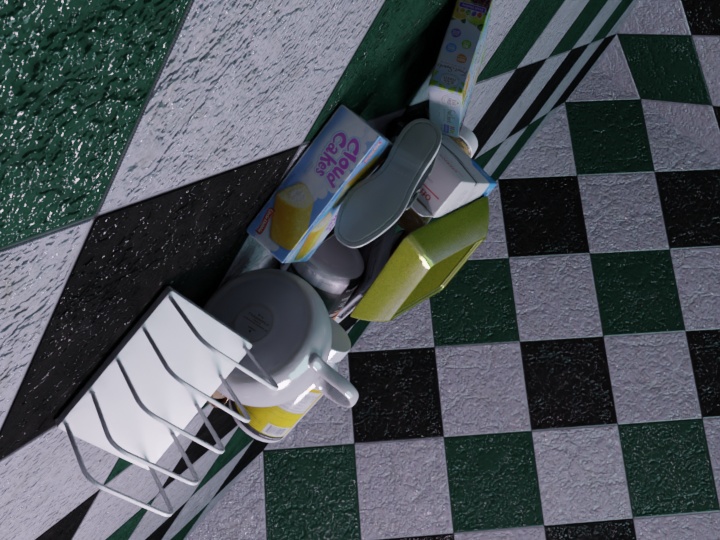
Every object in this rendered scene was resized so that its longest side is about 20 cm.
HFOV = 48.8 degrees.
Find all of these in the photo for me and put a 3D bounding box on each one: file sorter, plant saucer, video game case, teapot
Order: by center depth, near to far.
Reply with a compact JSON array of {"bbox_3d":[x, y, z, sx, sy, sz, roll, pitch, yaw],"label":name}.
[{"bbox_3d":[-0.213,0.153,0.894,0.200,0.124,0.139,-50,129,0],"label":"file sorter"},{"bbox_3d":[-0.117,0.106,1.075,0.196,0.201,0.146,-17,145,6],"label":"teapot"},{"bbox_3d":[0.100,-0.005,1.180,0.199,0.048,0.200,-27,159,-42],"label":"plant saucer"},{"bbox_3d":[0.000,0.000,1.295,0.200,0.018,0.144,-43,-153,55],"label":"video game case"}]

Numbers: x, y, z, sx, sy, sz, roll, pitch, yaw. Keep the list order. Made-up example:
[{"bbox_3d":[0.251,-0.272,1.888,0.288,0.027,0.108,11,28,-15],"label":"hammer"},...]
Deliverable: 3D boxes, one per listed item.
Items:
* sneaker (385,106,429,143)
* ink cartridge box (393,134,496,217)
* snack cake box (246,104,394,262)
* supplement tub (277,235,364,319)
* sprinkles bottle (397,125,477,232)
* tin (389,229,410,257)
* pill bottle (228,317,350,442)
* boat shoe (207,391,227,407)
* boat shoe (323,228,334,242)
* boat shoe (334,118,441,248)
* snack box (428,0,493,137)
[{"bbox_3d":[0.046,-0.177,1.228,0.201,0.077,0.140,-57,174,-26],"label":"sneaker"},{"bbox_3d":[0.107,-0.139,1.137,0.068,0.116,0.200,-50,163,22],"label":"ink cartridge box"},{"bbox_3d":[-0.048,-0.107,1.025,0.200,0.067,0.115,-52,171,9],"label":"snack cake box"},{"bbox_3d":[-0.087,0.039,1.265,0.200,0.122,0.122,-55,170,34],"label":"supplement tub"},{"bbox_3d":[0.124,-0.155,1.316,0.201,0.068,0.068,-56,175,-27],"label":"sprinkles bottle"},{"bbox_3d":[0.049,-0.021,1.365,0.112,0.042,0.200,-43,-177,-3],"label":"tin"},{"bbox_3d":[-0.105,0.160,1.208,0.200,0.112,0.112,-49,173,22],"label":"pill bottle"},{"bbox_3d":[-0.223,0.161,1.249,0.076,0.072,0.200,-46,171,-27],"label":"boat shoe"},{"bbox_3d":[-0.008,-0.097,1.147,0.199,0.057,0.067,-33,139,-23],"label":"boat shoe"},{"bbox_3d":[0.040,-0.103,1.026,0.200,0.075,0.060,-49,167,-12],"label":"boat shoe"},{"bbox_3d":[0.141,-0.288,1.134,0.200,0.053,0.143,53,53,-81],"label":"snack box"}]
